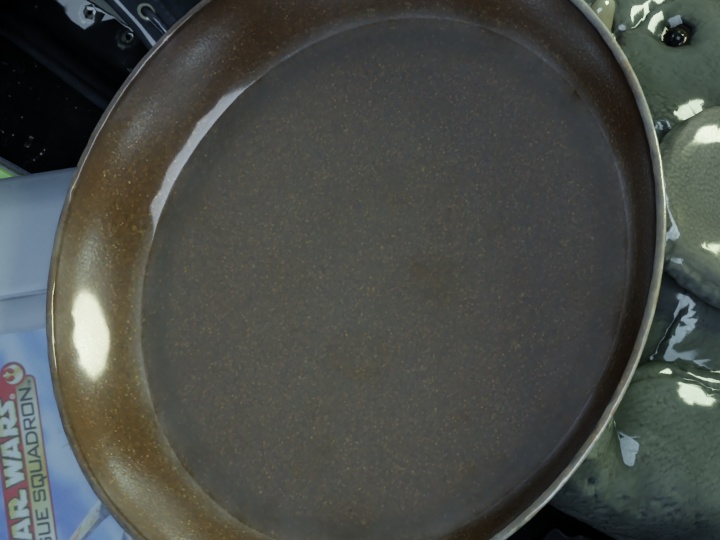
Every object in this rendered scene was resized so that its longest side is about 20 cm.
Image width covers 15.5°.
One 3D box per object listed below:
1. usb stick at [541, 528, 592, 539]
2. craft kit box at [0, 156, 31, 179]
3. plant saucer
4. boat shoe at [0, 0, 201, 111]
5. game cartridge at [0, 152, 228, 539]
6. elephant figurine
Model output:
[{"bbox_3d":[0.123,0.164,0.847,0.200,0.033,0.055,42,71,5],"label":"usb stick"},{"bbox_3d":[-0.132,0.067,0.877,0.199,0.049,0.198,29,95,6],"label":"craft kit box"},{"bbox_3d":[0.000,0.000,0.765,0.199,0.032,0.202,-10,69,27],"label":"plant saucer"},{"bbox_3d":[-0.113,-0.105,0.857,0.199,0.075,0.062,33,60,2],"label":"boat shoe"},{"bbox_3d":[-0.061,0.062,0.818,0.132,0.042,0.201,-8,77,-7],"label":"game cartridge"},{"bbox_3d":[0.100,-0.020,0.807,0.141,0.155,0.201,24,86,47],"label":"elephant figurine"}]
